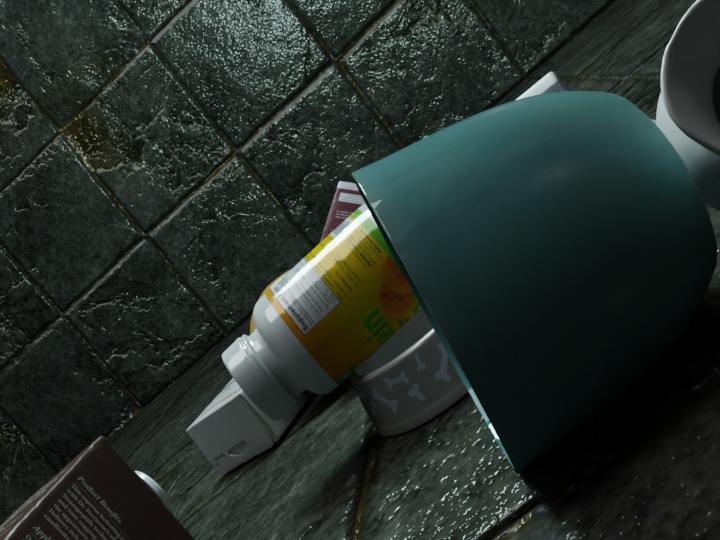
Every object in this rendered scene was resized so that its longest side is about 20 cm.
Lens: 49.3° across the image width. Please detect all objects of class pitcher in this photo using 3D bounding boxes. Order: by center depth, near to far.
[{"bbox_3d":[0.253,-0.082,0.441,0.124,0.169,0.199,-67,-18,12],"label":"pitcher"}]

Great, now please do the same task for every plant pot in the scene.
[{"bbox_3d":[0.109,-0.011,0.473,0.159,0.203,0.201,-30,7,2],"label":"plant pot"}]

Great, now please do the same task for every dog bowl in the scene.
[{"bbox_3d":[0.071,0.065,0.747,0.199,0.059,0.200,-42,7,6],"label":"dog bowl"}]

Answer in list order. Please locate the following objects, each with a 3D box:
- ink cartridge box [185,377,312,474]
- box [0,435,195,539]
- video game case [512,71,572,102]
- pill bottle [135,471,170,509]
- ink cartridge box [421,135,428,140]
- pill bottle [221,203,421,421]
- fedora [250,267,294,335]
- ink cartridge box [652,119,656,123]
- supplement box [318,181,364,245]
[{"bbox_3d":[-0.133,0.171,1.103,0.145,0.085,0.200,-36,8,37],"label":"ink cartridge box"},{"bbox_3d":[-0.301,0.316,0.788,0.163,0.167,0.200,-39,7,18],"label":"box"},{"bbox_3d":[0.196,-0.132,0.954,0.199,0.024,0.180,-38,-36,25],"label":"video game case"},{"bbox_3d":[-0.335,0.355,0.997,0.104,0.105,0.200,-32,11,49],"label":"pill bottle"},{"bbox_3d":[0.096,-0.082,1.092,0.200,0.144,0.085,-45,-30,-34],"label":"ink cartridge box"},{"bbox_3d":[-0.031,0.043,0.740,0.199,0.112,0.111,-42,7,-3],"label":"pill bottle"},{"bbox_3d":[-0.051,0.078,1.048,0.195,0.083,0.204,-9,50,10],"label":"fedora"},{"bbox_3d":[0.213,-0.070,0.748,0.197,0.047,0.199,-42,36,-10],"label":"ink cartridge box"},{"bbox_3d":[0.000,0.000,0.966,0.061,0.106,0.204,53,-128,-63],"label":"supplement box"}]
